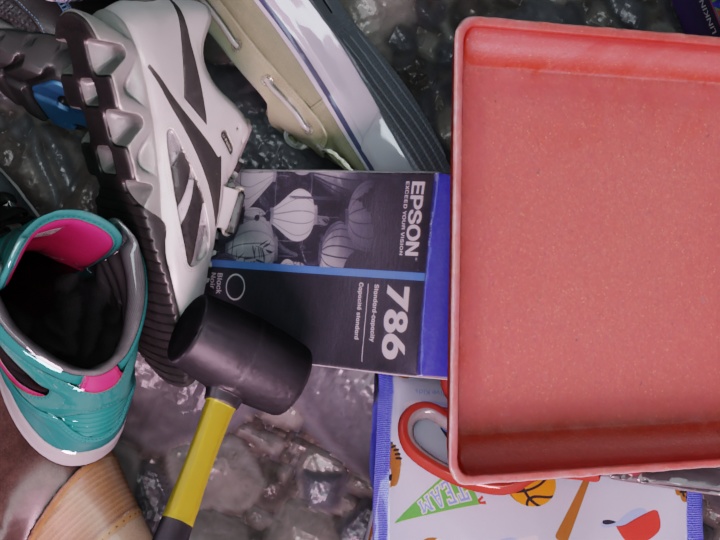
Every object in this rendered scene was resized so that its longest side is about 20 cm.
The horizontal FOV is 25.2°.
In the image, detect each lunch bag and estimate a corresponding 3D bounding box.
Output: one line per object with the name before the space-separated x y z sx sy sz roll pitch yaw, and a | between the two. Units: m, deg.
lunch bag | 0.085 0.143 0.821 0.169 0.124 0.201 1 83 -2

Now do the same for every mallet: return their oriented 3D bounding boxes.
mallet | -0.074 0.114 0.753 0.066 0.041 0.201 21 72 -25

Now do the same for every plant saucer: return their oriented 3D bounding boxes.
plant saucer | 0.119 -0.008 0.743 0.199 0.037 0.201 0 91 -28

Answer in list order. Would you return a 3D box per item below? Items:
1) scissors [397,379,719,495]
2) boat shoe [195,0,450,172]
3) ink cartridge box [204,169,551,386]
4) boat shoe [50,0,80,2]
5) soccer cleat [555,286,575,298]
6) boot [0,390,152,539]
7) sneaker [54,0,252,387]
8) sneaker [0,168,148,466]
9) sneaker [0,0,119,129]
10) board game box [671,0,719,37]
scissors | 0.117 0.098 0.775 0.200 0.014 0.073 24 63 8
boat shoe | -0.021 -0.096 0.856 0.062 0.072 0.200 -35 88 21
ink cartridge box | 0.000 0.000 0.799 0.200 0.039 0.100 2 87 40
boat shoe | -0.142 -0.214 0.827 0.091 0.071 0.201 -7 57 -28
soccer cleat | 0.109 -0.051 0.825 0.068 0.073 0.200 18 63 -1
boot | -0.222 0.140 0.843 0.200 0.072 0.166 -40 80 -2
sneaker | -0.087 -0.040 0.812 0.088 0.074 0.201 -20 114 -33
sneaker | -0.169 -0.009 0.791 0.084 0.121 0.200 -27 77 -31
sneaker | -0.209 -0.144 0.845 0.200 0.073 0.082 23 66 -4
board game box | 0.222 -0.134 0.812 0.057 0.165 0.200 -23 90 -14
